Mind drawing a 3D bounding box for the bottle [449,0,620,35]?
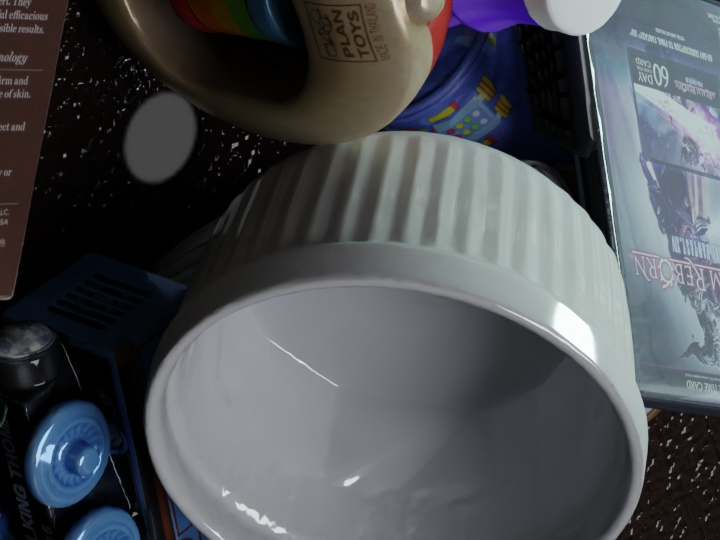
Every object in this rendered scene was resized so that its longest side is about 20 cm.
[{"bbox_3d":[0.023,-0.141,1.119,0.065,0.200,0.084,-46,134,-19],"label":"bottle"}]

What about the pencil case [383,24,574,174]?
[{"bbox_3d":[0.077,-0.067,1.295,0.200,0.078,0.087,36,61,-46],"label":"pencil case"}]

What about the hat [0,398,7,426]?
[{"bbox_3d":[-0.232,-0.008,0.975,0.200,0.165,0.177,-29,113,-57],"label":"hat"}]

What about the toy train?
[{"bbox_3d":[-0.110,0.096,1.179,0.114,0.086,0.201,-36,130,-36],"label":"toy train"}]

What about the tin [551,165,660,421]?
[{"bbox_3d":[0.094,0.024,1.321,0.111,0.042,0.200,-19,143,1],"label":"tin"}]

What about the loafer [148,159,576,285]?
[{"bbox_3d":[0.000,0.000,1.197,0.199,0.070,0.070,-16,117,2],"label":"loafer"}]

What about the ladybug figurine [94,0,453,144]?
[{"bbox_3d":[-0.032,-0.119,1.076,0.072,0.200,0.136,-36,126,-30],"label":"ladybug figurine"}]

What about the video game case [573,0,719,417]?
[{"bbox_3d":[0.141,-0.035,1.235,0.143,0.019,0.201,10,68,-52],"label":"video game case"}]

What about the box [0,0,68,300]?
[{"bbox_3d":[-0.167,-0.096,1.020,0.075,0.100,0.201,-2,108,-52],"label":"box"}]

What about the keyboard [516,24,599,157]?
[{"bbox_3d":[0.067,-0.155,1.161,0.020,0.127,0.201,-10,105,-8],"label":"keyboard"}]

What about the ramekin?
[{"bbox_3d":[0.019,0.036,1.108,0.105,0.199,0.201,-79,152,-44],"label":"ramekin"}]
